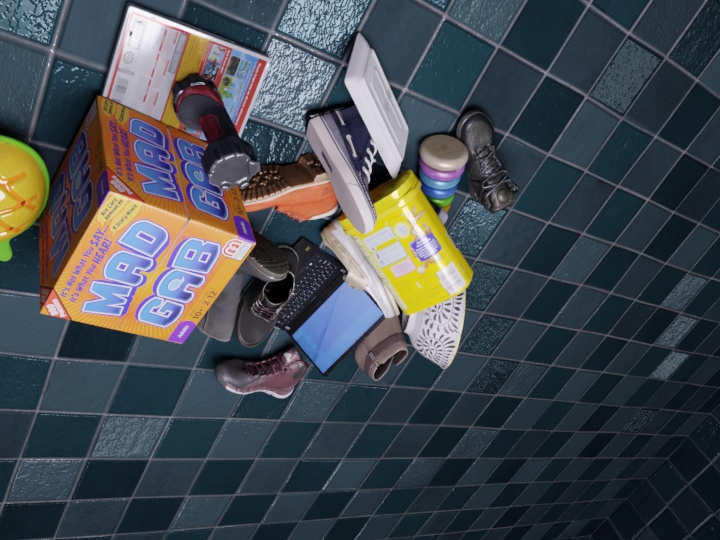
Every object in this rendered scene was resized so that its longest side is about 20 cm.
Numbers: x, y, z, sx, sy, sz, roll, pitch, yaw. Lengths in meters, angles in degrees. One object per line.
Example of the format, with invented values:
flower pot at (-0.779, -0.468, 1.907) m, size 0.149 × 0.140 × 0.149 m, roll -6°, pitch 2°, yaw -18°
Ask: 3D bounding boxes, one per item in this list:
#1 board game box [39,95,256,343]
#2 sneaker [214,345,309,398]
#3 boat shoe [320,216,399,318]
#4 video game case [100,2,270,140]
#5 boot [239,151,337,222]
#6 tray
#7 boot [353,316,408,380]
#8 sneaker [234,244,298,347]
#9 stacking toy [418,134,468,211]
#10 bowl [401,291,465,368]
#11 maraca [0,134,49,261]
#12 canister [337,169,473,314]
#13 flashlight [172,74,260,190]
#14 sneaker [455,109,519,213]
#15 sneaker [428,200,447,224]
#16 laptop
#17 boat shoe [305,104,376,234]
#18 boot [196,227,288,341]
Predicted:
board game box at (-0.290, -0.060, 0.873) m, size 0.198 × 0.202 × 0.201 m, roll 19°, pitch 123°, yaw -40°
sneaker at (-0.176, 0.178, 1.247) m, size 0.115 × 0.076 × 0.198 m, roll -42°, pitch 146°, yaw 21°
boat shoe at (0.000, 0.000, 1.148) m, size 0.067 × 0.075 × 0.203 m, roll -29°, pitch 95°, yaw 0°
video game case at (-0.234, -0.253, 0.881) m, size 0.197 × 0.018 × 0.145 m, roll 10°, pitch 122°, yaw -35°
boot at (-0.118, -0.112, 1.035) m, size 0.196 × 0.076 × 0.109 m, roll -15°, pitch 139°, yaw -19°
tray at (0.033, -0.244, 0.984) m, size 0.022 × 0.109 × 0.201 m, roll -5°, pitch 143°, yaw 24°
boot at (0.054, 0.106, 1.266) m, size 0.069 × 0.147 × 0.202 m, roll 16°, pitch 118°, yaw -36°
sneaker at (-0.167, 0.061, 1.113) m, size 0.073 × 0.107 × 0.203 m, roll 21°, pitch 109°, yaw -13°
stacking toy at (0.131, -0.133, 1.156) m, size 0.084 × 0.086 × 0.203 m, roll -13°, pitch 138°, yaw -19°
bowl at (0.135, 0.084, 1.291) m, size 0.092 × 0.203 × 0.204 m, roll 10°, pitch 126°, yaw -6°
maraca at (-0.476, -0.084, 0.826) m, size 0.135 × 0.108 × 0.201 m, roll 18°, pitch 118°, yaw -39°
canister at (0.076, -0.040, 1.067) m, size 0.147 × 0.087 × 0.202 m, roll -25°, pitch 109°, yaw 32°
flashlight at (-0.189, -0.173, 0.819) m, size 0.067 × 0.201 × 0.068 m, roll 25°, pitch 116°, yaw -40°
sneaker at (0.225, -0.180, 1.140) m, size 0.075 × 0.115 × 0.202 m, roll -27°, pitch 134°, yaw -7°
sneaker at (0.057, -0.082, 1.159) m, size 0.114 × 0.076 × 0.199 m, roll 46°, pitch 136°, yaw -9°
laptop at (-0.085, 0.072, 1.189) m, size 0.177 × 0.104 × 0.199 m, roll -45°, pitch 135°, yaw 12°
boat shoe at (-0.002, -0.159, 0.978) m, size 0.091 × 0.203 × 0.075 m, roll -23°, pitch 169°, yaw -18°
boot at (-0.202, 0.032, 1.047) m, size 0.072 × 0.181 × 0.203 m, roll -6°, pitch 126°, yaw -48°
